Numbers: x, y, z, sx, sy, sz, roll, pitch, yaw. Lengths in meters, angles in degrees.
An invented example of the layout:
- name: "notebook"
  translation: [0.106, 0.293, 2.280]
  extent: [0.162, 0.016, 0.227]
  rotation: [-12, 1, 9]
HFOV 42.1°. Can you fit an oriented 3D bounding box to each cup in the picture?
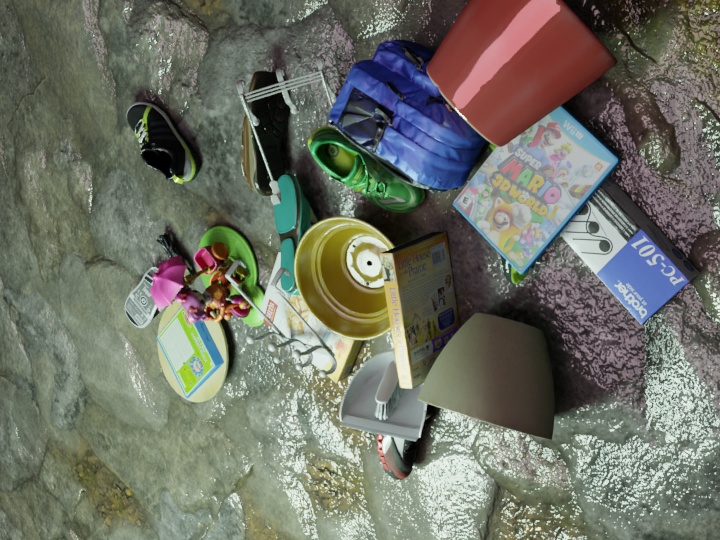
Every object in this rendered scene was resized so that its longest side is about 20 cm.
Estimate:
- name: "cup"
  translation: [0.194, 0.143, 1.336]
  extent: [0.198, 0.199, 0.146]
  rotation: [14, 85, 33]

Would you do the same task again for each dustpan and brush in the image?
- name: "dustpan and brush"
  translation: [0.054, 0.153, 1.454]
  extent: [0.137, 0.202, 0.058]
  rotation: [7, 141, 22]

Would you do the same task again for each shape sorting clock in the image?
- name: "shape sorting clock"
  translation: [-0.323, 0.152, 1.806]
  extent: [0.198, 0.039, 0.204]
  rotation: [9, 103, 41]

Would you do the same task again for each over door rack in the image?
- name: "over door rack"
  translation: [-0.098, -0.221, 1.476]
  extent: [0.145, 0.067, 0.203]
  rotation: [-14, 108, 7]
- name: "over door rack"
  translation: [-0.137, 0.085, 1.513]
  extent: [0.146, 0.067, 0.202]
  rotation: [10, 135, 49]

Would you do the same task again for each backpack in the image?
- name: "backpack"
  translation: [0.081, -0.214, 1.314]
  extent: [0.200, 0.162, 0.169]
  rotation: [41, 121, 21]

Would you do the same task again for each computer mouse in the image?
- name: "computer mouse"
  translation: [-0.396, 0.030, 1.826]
  extent: [0.110, 0.044, 0.200]
  rotation: [48, 121, 10]

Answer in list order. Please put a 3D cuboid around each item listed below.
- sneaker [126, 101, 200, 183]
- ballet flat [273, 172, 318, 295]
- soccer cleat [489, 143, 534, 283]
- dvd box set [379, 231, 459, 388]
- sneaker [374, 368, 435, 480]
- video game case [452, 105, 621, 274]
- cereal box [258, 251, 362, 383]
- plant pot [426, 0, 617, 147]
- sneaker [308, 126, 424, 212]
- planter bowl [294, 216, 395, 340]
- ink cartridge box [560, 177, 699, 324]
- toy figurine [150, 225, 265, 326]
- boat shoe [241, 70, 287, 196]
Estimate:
- name: "sneaker"
  translation: [-0.372, -0.235, 1.699]
  extent: [0.200, 0.082, 0.072]
  rotation: [44, 125, 18]
- name: "ballet flat"
  translation: [-0.102, -0.058, 1.551]
  extent: [0.067, 0.070, 0.204]
  rotation: [-13, 77, 43]
- name: "soccer cleat"
  translation: [0.213, -0.085, 1.321]
  extent: [0.080, 0.067, 0.204]
  rotation: [10, 103, 44]
- name: "dvd box set"
  translation: [0.093, 0.056, 1.396]
  extent: [0.029, 0.145, 0.204]
  rotation: [-1, 104, 38]
- name: "sneaker"
  translation: [0.074, 0.250, 1.515]
  extent: [0.097, 0.070, 0.205]
  rotation: [8, 107, 37]
- name: "video game case"
  translation: [0.231, -0.117, 1.253]
  extent: [0.143, 0.018, 0.201]
  rotation: [47, 115, 20]
- name: "cereal box"
  translation: [-0.080, 0.075, 1.599]
  extent: [0.199, 0.039, 0.146]
  rotation: [36, 123, 23]
- name: "plant pot"
  translation: [0.190, -0.266, 1.165]
  extent: [0.177, 0.200, 0.201]
  rotation: [-45, 76, 19]
- name: "sneaker"
  translation: [0.003, -0.143, 1.417]
  extent: [0.198, 0.084, 0.075]
  rotation: [29, 112, -4]
- name: "planter bowl"
  translation: [0.000, 0.000, 1.479]
  extent: [0.197, 0.083, 0.204]
  rotation: [11, 115, 24]
- name: "ink cartridge box"
  translation: [0.342, -0.037, 1.243]
  extent: [0.201, 0.044, 0.094]
  rotation: [51, 128, 14]
- name: "toy figurine"
  translation: [-0.280, 0.036, 1.648]
  extent: [0.150, 0.183, 0.202]
  rotation: [-40, 80, 37]
- name: "boat shoe"
  translation: [-0.171, -0.228, 1.557]
  extent: [0.073, 0.075, 0.204]
  rotation: [20, 111, 50]
